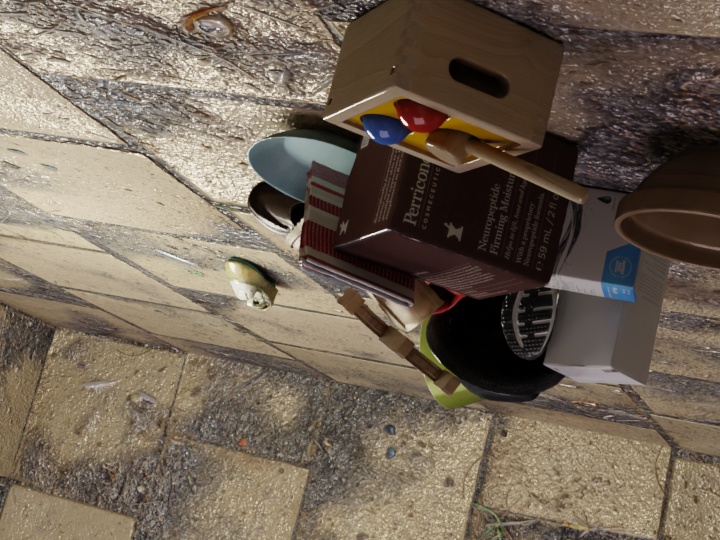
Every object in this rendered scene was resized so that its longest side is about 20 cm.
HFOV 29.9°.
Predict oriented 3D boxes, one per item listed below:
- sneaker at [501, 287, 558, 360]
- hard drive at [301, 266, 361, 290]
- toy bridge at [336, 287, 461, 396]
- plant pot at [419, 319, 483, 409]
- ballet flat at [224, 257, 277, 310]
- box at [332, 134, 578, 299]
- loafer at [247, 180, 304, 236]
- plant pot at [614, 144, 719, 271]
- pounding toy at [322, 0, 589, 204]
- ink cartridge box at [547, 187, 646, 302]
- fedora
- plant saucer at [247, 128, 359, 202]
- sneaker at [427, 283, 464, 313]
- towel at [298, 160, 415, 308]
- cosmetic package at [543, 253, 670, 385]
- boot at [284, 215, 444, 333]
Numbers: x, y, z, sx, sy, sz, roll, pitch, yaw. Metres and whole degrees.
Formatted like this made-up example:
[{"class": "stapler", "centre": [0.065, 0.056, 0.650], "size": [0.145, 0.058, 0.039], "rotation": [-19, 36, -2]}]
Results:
[{"class": "sneaker", "centre": [0.229, 0.015, 1.719], "size": [0.074, 0.201, 0.080], "rotation": [1, 171, 32]}, {"class": "hard drive", "centre": [0.030, -0.028, 1.913], "size": [0.199, 0.135, 0.042], "rotation": [15, 138, 11]}, {"class": "toy bridge", "centre": [0.046, 0.090, 1.709], "size": [0.200, 0.027, 0.067], "rotation": [41, 176, -24]}, {"class": "plant pot", "centre": [0.235, 0.137, 2.365], "size": [0.199, 0.188, 0.187], "rotation": [-12, 155, 31]}, {"class": "ballet flat", "centre": [-0.212, 0.033, 2.608], "size": [0.070, 0.071, 0.200], "rotation": [10, 167, 19]}, {"class": "box", "centre": [0.103, -0.078, 1.492], "size": [0.199, 0.167, 0.164], "rotation": [18, 168, -20]}, {"class": "loafer", "centre": [-0.081, -0.084, 1.877], "size": [0.200, 0.073, 0.071], "rotation": [23, 164, 30]}, {"class": "plant pot", "centre": [0.371, -0.069, 1.402], "size": [0.200, 0.093, 0.201], "rotation": [14, 167, 3]}, {"class": "pounding toy", "centre": [0.094, -0.148, 1.243], "size": [0.199, 0.143, 0.184], "rotation": [20, 167, -22]}, {"class": "ink cartridge box", "centre": [0.242, -0.040, 1.624], "size": [0.199, 0.116, 0.068], "rotation": [10, 167, 17]}, {"class": "fedora", "centre": [0.184, 0.113, 1.793], "size": [0.200, 0.201, 0.092], "rotation": [12, 137, 11]}, {"class": "plant saucer", "centre": [-0.040, -0.132, 1.688], "size": [0.200, 0.039, 0.201], "rotation": [15, 160, 6]}, {"class": "sneaker", "centre": [0.092, 0.019, 1.755], "size": [0.077, 0.085, 0.200], "rotation": [29, 159, -10]}, {"class": "towel", "centre": [-0.001, -0.043, 1.583], "size": [0.144, 0.200, 0.023], "rotation": [22, 125, -14]}, {"class": "cosmetic package", "centre": [0.314, 0.039, 1.699], "size": [0.081, 0.201, 0.113], "rotation": [24, 165, -38]}, {"class": "boot", "centre": [0.000, 0.000, 1.718], "size": [0.200, 0.066, 0.175], "rotation": [47, 160, 0]}]
